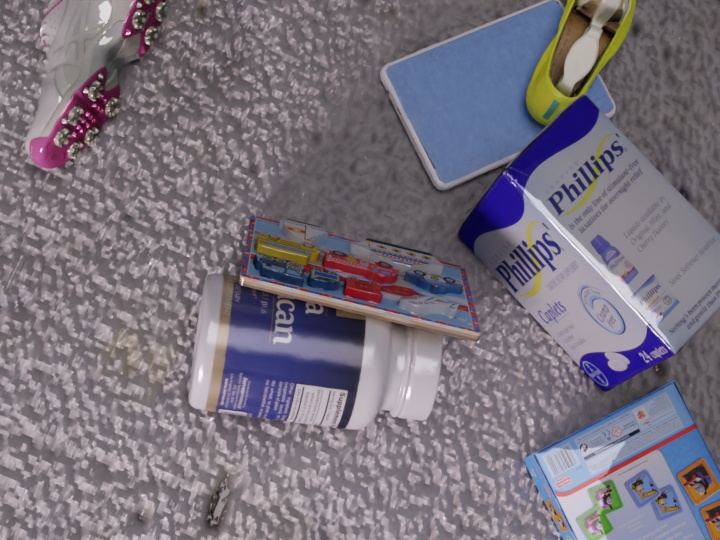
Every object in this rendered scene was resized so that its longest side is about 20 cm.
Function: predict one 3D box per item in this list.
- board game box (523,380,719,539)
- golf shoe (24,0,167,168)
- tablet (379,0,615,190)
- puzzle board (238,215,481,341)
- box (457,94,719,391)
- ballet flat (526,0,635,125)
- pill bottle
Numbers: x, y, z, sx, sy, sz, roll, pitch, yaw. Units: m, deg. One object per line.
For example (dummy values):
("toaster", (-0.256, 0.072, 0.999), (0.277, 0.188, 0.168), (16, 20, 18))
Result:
("board game box", (0.251, 0.219, 1.177), (0.150, 0.037, 0.202), (-24, 80, -15))
("golf shoe", (-0.245, -0.181, 1.186), (0.090, 0.076, 0.202), (22, 69, 12))
("tablet", (0.129, -0.166, 1.272), (0.198, 0.014, 0.131), (-24, 80, -16))
("puzzle board", (0.000, 0.000, 1.143), (0.197, 0.151, 0.018), (14, 111, -6))
("box", (0.197, -0.016, 1.155), (0.105, 0.184, 0.200), (-41, 85, -16))
("ballet flat", (0.213, -0.222, 1.262), (0.066, 0.067, 0.202), (28, 71, -1))
("pill bottle", (-0.037, 0.070, 1.126), (0.197, 0.111, 0.113), (8, 73, -8))
